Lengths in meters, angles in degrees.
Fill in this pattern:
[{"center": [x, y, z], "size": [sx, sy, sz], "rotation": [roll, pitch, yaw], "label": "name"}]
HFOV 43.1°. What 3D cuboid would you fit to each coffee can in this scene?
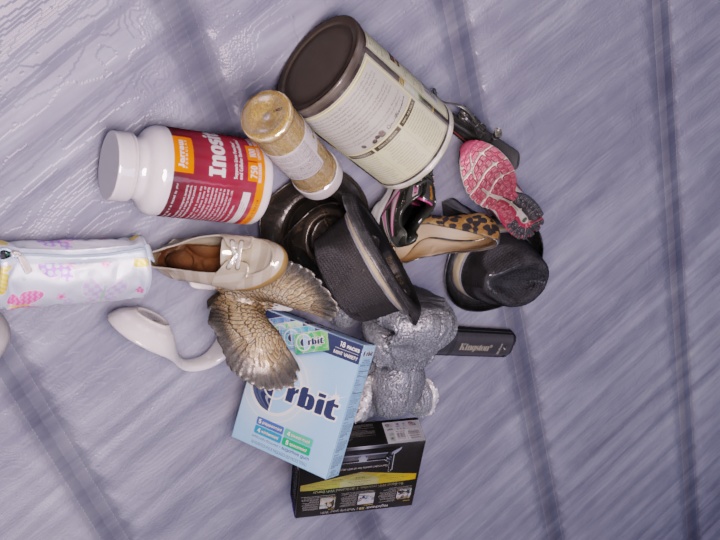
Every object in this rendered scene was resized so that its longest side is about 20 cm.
[{"center": [0.009, -0.220, 1.218], "size": [0.200, 0.146, 0.147], "rotation": [34, 94, -38], "label": "coffee can"}]

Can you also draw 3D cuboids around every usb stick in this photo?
[{"center": [0.185, 0.123, 1.571], "size": [0.199, 0.033, 0.056], "rotation": [5, 110, -33], "label": "usb stick"}]

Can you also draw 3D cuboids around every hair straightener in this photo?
[{"center": [0.180, -0.215, 1.375], "size": [0.200, 0.077, 0.041], "rotation": [37, 59, -33], "label": "hair straightener"}]

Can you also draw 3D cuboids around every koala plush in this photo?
[{"center": [0.054, 0.135, 1.380], "size": [0.177, 0.184, 0.201], "rotation": [3, 102, -35], "label": "koala plush"}]

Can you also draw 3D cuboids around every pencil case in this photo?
[{"center": [-0.364, -0.002, 1.143], "size": [0.199, 0.083, 0.091], "rotation": [-2, 137, -31], "label": "pencil case"}]

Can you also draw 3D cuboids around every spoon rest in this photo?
[{"center": [-0.264, 0.099, 1.257], "size": [0.200, 0.099, 0.061], "rotation": [23, 98, -48], "label": "spoon rest"}]

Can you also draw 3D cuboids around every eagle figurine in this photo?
[{"center": [-0.135, 0.045, 1.232], "size": [0.150, 0.200, 0.152], "rotation": [-21, 123, -20], "label": "eagle figurine"}]

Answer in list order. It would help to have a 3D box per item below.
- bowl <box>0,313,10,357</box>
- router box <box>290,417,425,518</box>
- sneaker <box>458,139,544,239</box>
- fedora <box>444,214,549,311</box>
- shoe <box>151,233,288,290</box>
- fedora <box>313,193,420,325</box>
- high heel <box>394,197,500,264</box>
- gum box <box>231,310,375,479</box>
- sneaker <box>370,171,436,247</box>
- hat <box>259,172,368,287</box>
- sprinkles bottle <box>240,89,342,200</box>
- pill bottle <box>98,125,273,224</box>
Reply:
[{"center": [-0.544, 0.100, 1.095], "size": [0.200, 0.075, 0.200], "rotation": [-47, 127, -3], "label": "bowl"}, {"center": [-0.007, 0.312, 1.437], "size": [0.199, 0.052, 0.158], "rotation": [-2, 128, -14], "label": "router box"}, {"center": [0.206, -0.127, 1.415], "size": [0.081, 0.075, 0.200], "rotation": [-40, 127, 3], "label": "sneaker"}, {"center": [0.240, 0.002, 1.503], "size": [0.200, 0.092, 0.202], "rotation": [-14, 120, -25], "label": "fedora"}, {"center": [-0.189, -0.011, 1.182], "size": [0.053, 0.199, 0.070], "rotation": [23, 69, -64], "label": "shoe"}, {"center": [0.000, 0.000, 1.225], "size": [0.091, 0.201, 0.201], "rotation": [-29, 128, 8], "label": "fedora"}, {"center": [0.106, -0.037, 1.372], "size": [0.199, 0.143, 0.072], "rotation": [-31, 126, -14], "label": "high heel"}, {"center": [-0.085, 0.177, 1.329], "size": [0.045, 0.169, 0.201], "rotation": [8, 100, -65], "label": "gum box"}, {"center": [0.083, -0.121, 1.335], "size": [0.080, 0.086, 0.201], "rotation": [17, 88, -38], "label": "sneaker"}, {"center": [-0.051, -0.042, 1.315], "size": [0.200, 0.081, 0.202], "rotation": [-15, 121, -26], "label": "hat"}, {"center": [-0.083, -0.154, 1.155], "size": [0.068, 0.068, 0.200], "rotation": [-48, 157, -1], "label": "sprinkles bottle"}, {"center": [-0.220, -0.121, 1.151], "size": [0.199, 0.113, 0.114], "rotation": [3, 112, -33], "label": "pill bottle"}]
